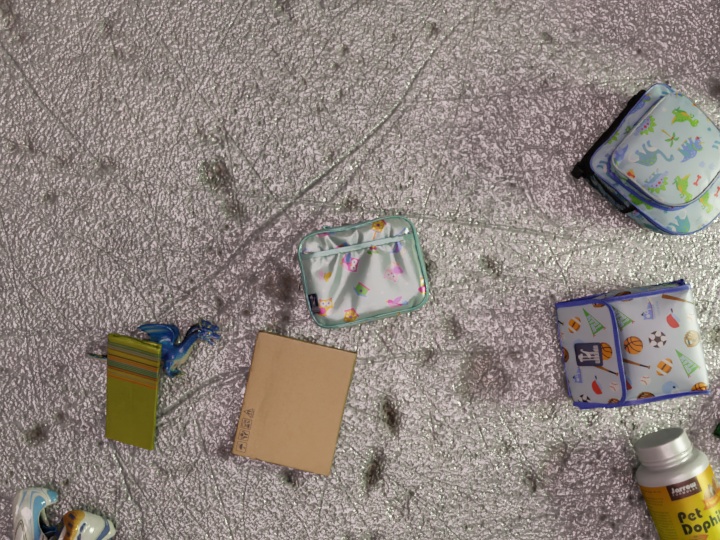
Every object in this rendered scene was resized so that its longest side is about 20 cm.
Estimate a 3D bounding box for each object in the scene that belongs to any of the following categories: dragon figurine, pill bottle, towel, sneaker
[{"bbox_3d":[-0.319,0.112,1.255,0.199,0.059,0.100,9,90,2],"label":"dragon figurine"},{"bbox_3d":[0.485,0.344,1.197,0.109,0.109,0.201,-22,89,2],"label":"pill bottle"},{"bbox_3d":[-0.353,0.189,1.236,0.086,0.018,0.201,15,118,7],"label":"towel"},{"bbox_3d":[-0.451,0.477,1.243,0.088,0.075,0.201,28,88,-39],"label":"sneaker"},{"bbox_3d":[-0.520,0.443,1.259,0.072,0.072,0.201,8,94,-10],"label":"sneaker"}]

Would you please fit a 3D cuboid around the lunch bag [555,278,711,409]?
[{"bbox_3d":[0.404,0.113,1.200,0.199,0.124,0.171,-9,89,16],"label":"lunch bag"}]

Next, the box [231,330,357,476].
[{"bbox_3d":[-0.105,0.210,1.265,0.162,0.021,0.201,13,90,2],"label":"box"}]

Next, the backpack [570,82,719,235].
[{"bbox_3d":[0.455,-0.153,1.183,0.200,0.147,0.183,41,94,-1],"label":"backpack"}]

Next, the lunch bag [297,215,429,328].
[{"bbox_3d":[0.000,0.000,1.234,0.199,0.077,0.162,-12,89,2],"label":"lunch bag"}]

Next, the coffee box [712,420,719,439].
[{"bbox_3d":[0.661,0.256,1.223,0.199,0.044,0.123,29,91,3],"label":"coffee box"}]
